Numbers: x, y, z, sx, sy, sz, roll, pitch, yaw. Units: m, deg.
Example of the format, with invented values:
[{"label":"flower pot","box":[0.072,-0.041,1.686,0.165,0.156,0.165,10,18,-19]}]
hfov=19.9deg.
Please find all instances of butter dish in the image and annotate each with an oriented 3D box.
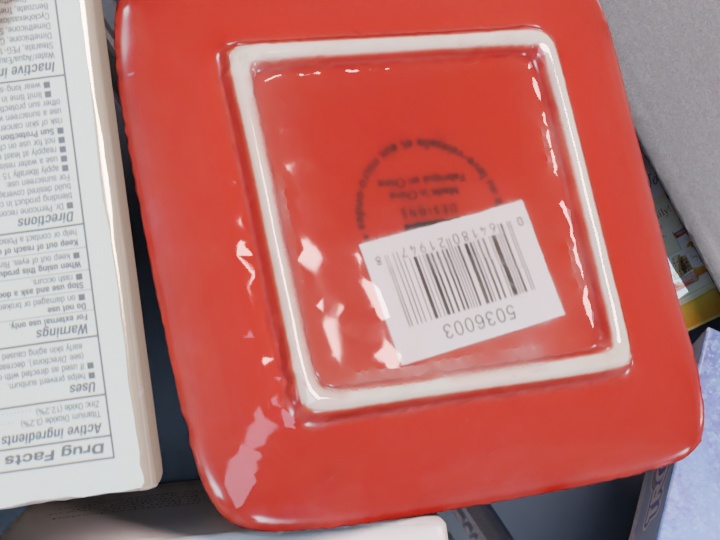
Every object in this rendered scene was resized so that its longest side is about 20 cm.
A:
[{"label":"butter dish","box":[0.000,0.000,0.765,0.199,0.148,0.201,-6,75,-25]}]

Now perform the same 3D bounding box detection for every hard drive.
[{"label":"hard drive","box":[0.174,-0.079,0.808,0.139,0.033,0.201,-29,103,9]}]

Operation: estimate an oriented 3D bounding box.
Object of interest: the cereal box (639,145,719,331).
[{"label":"cereal box","box":[0.111,-0.073,0.867,0.143,0.040,0.201,-24,90,-3]}]

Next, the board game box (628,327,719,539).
[{"label":"board game box","box":[0.192,0.147,0.765,0.198,0.043,0.201,21,60,-3]}]

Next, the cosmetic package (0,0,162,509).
[{"label":"cosmetic package","box":[-0.124,-0.026,0.640,0.103,0.073,0.202,-7,89,-3]}]

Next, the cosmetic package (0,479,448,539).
[{"label":"cosmetic package","box":[-0.049,0.170,0.780,0.163,0.200,0.166,-5,90,-2]}]
